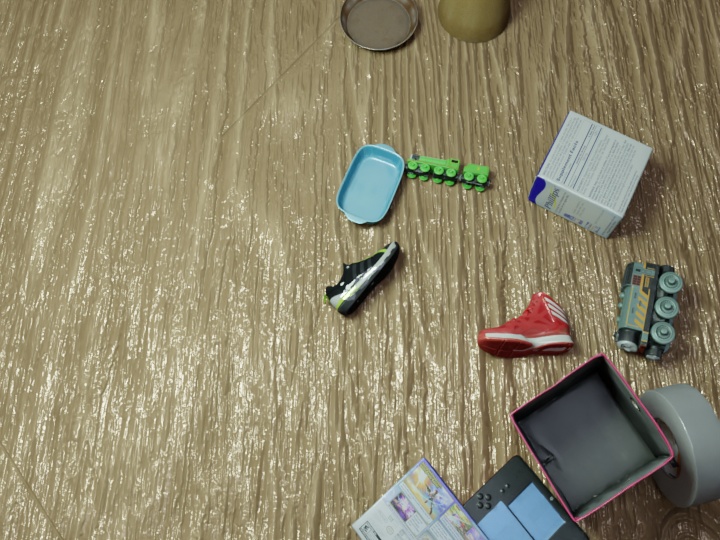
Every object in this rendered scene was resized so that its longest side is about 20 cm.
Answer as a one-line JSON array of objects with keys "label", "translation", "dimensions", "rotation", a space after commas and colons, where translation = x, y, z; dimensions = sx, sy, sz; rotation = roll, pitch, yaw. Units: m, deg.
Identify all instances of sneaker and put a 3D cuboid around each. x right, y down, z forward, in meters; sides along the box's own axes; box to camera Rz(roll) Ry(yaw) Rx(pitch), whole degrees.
[{"label": "sneaker", "translation": [0.000, 0.000, 1.418], "dimensions": [0.082, 0.072, 0.200], "rotation": [39, 74, 17]}, {"label": "sneaker", "translation": [0.324, 0.107, 1.377], "dimensions": [0.194, 0.079, 0.118], "rotation": [5, 59, -10]}]

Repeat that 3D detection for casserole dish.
[{"label": "casserole dish", "translation": [0.023, -0.186, 1.511], "dimensions": [0.118, 0.039, 0.204], "rotation": [20, 69, 9]}]

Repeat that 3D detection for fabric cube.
[{"label": "fabric cube", "translation": [0.397, 0.293, 1.195], "dimensions": [0.198, 0.199, 0.199], "rotation": [-34, 67, 5]}]

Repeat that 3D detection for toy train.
[{"label": "toy train", "translation": [0.194, -0.223, 1.523], "dimensions": [0.194, 0.042, 0.058], "rotation": [12, 59, 6]}, {"label": "toy train", "translation": [0.576, 0.078, 1.373], "dimensions": [0.111, 0.086, 0.205], "rotation": [12, 70, 19]}]

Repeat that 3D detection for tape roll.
[{"label": "tape roll", "translation": [0.568, 0.308, 1.211], "dimensions": [0.064, 0.201, 0.206], "rotation": [-11, 67, -3]}]

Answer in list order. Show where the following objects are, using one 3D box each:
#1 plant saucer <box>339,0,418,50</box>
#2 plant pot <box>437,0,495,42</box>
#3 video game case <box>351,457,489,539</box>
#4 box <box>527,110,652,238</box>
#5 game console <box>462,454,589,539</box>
[{"label": "plant saucer", "translation": [0.045, -0.618, 1.688], "dimensions": [0.194, 0.035, 0.206], "rotation": [-1, 67, 1]}, {"label": "plant pot", "translation": [0.281, -0.688, 1.622], "dimensions": [0.180, 0.201, 0.192], "rotation": [-1, 66, 1]}, {"label": "video game case", "translation": [0.113, 0.476, 1.220], "dimensions": [0.181, 0.045, 0.201], "rotation": [-41, 72, -1]}, {"label": "box", "translation": [0.492, -0.207, 1.472], "dimensions": [0.196, 0.105, 0.187], "rotation": [28, 71, 11]}, {"label": "game console", "translation": [0.293, 0.470, 1.243], "dimensions": [0.175, 0.031, 0.201], "rotation": [-37, 72, -12]}]
